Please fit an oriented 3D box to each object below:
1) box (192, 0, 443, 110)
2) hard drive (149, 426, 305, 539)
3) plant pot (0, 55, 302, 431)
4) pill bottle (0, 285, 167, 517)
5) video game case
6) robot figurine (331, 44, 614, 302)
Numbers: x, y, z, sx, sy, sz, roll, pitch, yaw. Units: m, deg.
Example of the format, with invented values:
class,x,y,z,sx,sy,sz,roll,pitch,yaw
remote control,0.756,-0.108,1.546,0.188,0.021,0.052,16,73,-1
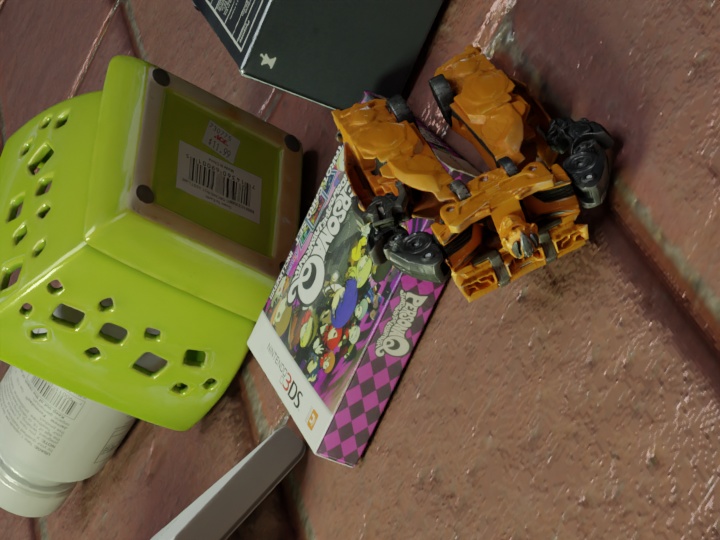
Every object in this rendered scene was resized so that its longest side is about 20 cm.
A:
class,x,y,z,sx,sy,sz,roll,pitch,yaw
box,-0.015,-0.235,1.316,0.201,0.123,0.198,-65,22,15
hard drive,-0.125,0.189,1.256,0.132,0.027,0.200,-45,1,-43
plant pot,-0.153,-0.027,1.372,0.181,0.200,0.200,-37,38,40
pill bottle,-0.249,0.112,1.563,0.200,0.114,0.115,-54,27,32
video game case,0.000,0.000,1.199,0.201,0.036,0.181,-64,25,12
robot figurine,0.060,-0.054,1.031,0.145,0.058,0.200,-26,35,-3
